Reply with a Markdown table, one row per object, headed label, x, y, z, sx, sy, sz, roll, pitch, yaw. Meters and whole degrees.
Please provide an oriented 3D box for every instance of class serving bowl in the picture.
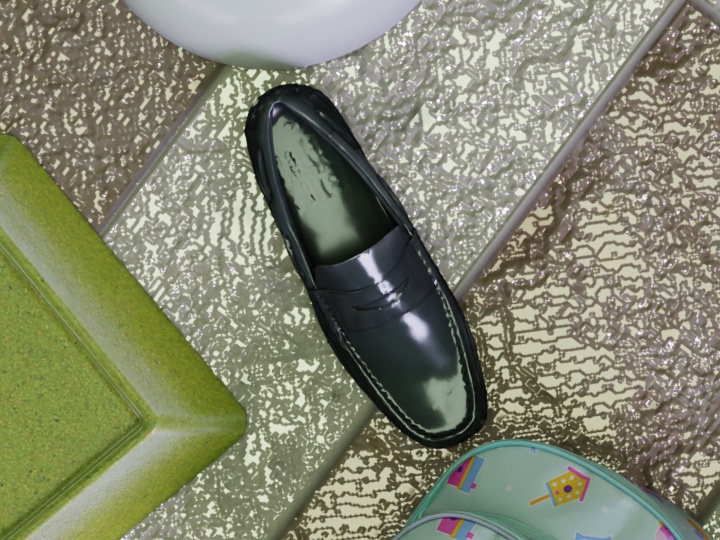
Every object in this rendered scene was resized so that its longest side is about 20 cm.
| label | x | y | z | sx | sy | sz | roll | pitch | yaw |
| --- | --- | --- | --- | --- | --- | --- | --- | --- | --- |
| serving bowl | -0.047 | -0.201 | 1.443 | 0.200 | 0.066 | 0.200 | 0 | 92 | 3 |

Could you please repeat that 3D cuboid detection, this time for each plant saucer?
| label | x | y | z | sx | sy | sz | roll | pitch | yaw |
| --- | --- | --- | --- | --- | --- | --- | --- | --- | --- |
| plant saucer | -0.194 | 0.067 | 1.471 | 0.200 | 0.048 | 0.200 | -40 | 89 | 3 |

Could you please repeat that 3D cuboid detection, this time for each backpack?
| label | x | y | z | sx | sy | sz | roll | pitch | yaw |
| --- | --- | --- | --- | --- | --- | --- | --- | --- | --- |
| backpack | 0.079 | 0.182 | 1.401 | 0.176 | 0.153 | 0.200 | 30 | 84 | 28 |

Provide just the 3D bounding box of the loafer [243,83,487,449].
| label | x | y | z | sx | sy | sz | roll | pitch | yaw |
| --- | --- | --- | --- | --- | --- | --- | --- | --- | --- |
| loafer | 0.000 | 0.000 | 1.447 | 0.068 | 0.070 | 0.201 | -28 | 90 | 4 |
